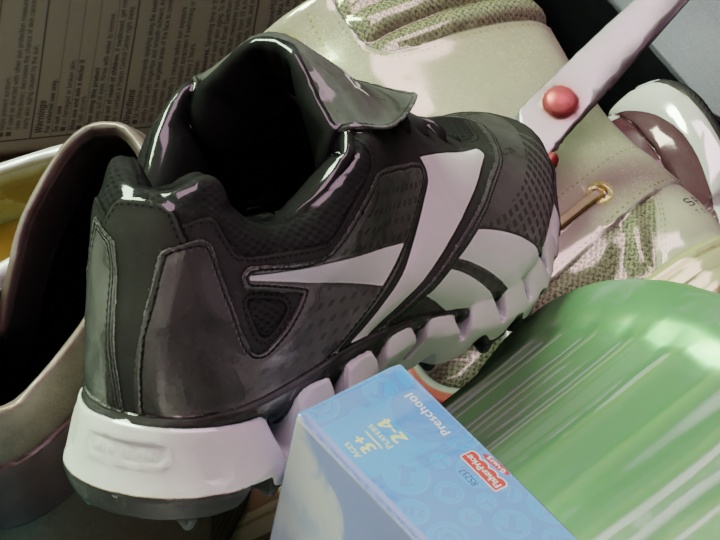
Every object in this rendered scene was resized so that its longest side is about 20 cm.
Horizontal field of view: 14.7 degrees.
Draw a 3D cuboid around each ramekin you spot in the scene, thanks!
[{"bbox_3d":[0.068,0.112,0.692,0.097,0.201,0.200,-30,56,-32],"label":"ramekin"}]

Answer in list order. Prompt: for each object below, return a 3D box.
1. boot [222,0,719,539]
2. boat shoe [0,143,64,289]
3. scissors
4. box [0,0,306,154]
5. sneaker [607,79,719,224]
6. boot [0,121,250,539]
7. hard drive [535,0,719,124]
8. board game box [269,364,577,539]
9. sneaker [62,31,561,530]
[{"bbox_3d":[0.000,0.000,0.840,0.199,0.072,0.155,-30,70,-12],"label":"boot"},{"bbox_3d":[-0.153,0.005,0.804,0.201,0.086,0.075,-15,48,-12],"label":"boat shoe"},{"bbox_3d":[0.045,-0.043,0.815,0.073,0.014,0.201,24,68,14],"label":"scissors"},{"bbox_3d":[-0.073,-0.103,0.976,0.199,0.095,0.078,-6,42,-25],"label":"box"},{"bbox_3d":[0.093,0.043,0.891,0.115,0.076,0.201,-24,62,-3],"label":"sneaker"},{"bbox_3d":[-0.074,0.069,0.692,0.070,0.146,0.201,4,57,16],"label":"boot"},{"bbox_3d":[0.081,-0.110,0.993,0.042,0.135,0.200,-36,72,-9],"label":"hard drive"},{"bbox_3d":[0.027,0.143,0.633,0.036,0.201,0.151,-22,51,-35],"label":"board game box"},{"bbox_3d":[-0.004,-0.018,0.671,0.066,0.091,0.200,10,24,28],"label":"sneaker"}]
